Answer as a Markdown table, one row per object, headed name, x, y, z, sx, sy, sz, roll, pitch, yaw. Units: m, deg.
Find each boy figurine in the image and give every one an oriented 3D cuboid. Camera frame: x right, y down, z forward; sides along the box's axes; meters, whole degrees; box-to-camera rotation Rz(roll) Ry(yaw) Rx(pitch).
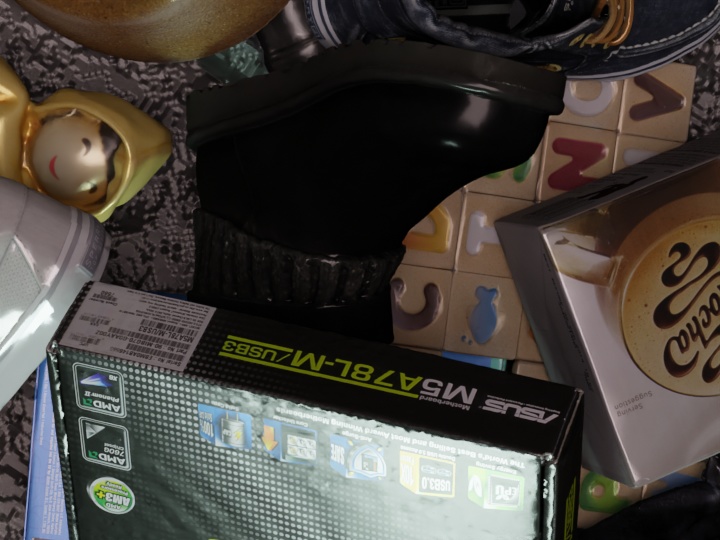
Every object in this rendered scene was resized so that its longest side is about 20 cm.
| name | x | y | z | sx | sy | sz | roll | pitch | yaw |
| --- | --- | --- | --- | --- | --- | --- | --- | --- | --- |
| boy figurine | -0.179 | -0.041 | 1.221 | 0.199 | 0.064 | 0.125 | 2 | 97 | 4 |

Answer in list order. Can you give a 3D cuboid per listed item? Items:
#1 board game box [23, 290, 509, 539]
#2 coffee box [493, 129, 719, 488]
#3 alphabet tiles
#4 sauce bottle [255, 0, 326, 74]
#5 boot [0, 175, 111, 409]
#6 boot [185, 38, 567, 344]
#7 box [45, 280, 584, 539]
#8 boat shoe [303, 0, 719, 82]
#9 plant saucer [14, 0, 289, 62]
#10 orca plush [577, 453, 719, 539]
| name | x | y | z | sx | sy | sz | roll | pitch | yaw |
| --- | --- | --- | --- | --- | --- | --- | --- | --- | --- |
| board game box | -0.042 | 0.091 | 1.248 | 0.199 | 0.045 | 0.153 | 6 | 98 | 0 |
| coffee box | 0.171 | -0.004 | 1.194 | 0.199 | 0.080 | 0.114 | -22 | 97 | -10 |
| alphabet tiles | 0.084 | 0.006 | 1.222 | 0.166 | 0.008 | 0.201 | 7 | 90 | -20 |
| sauce bottle | -0.058 | -0.173 | 1.200 | 0.064 | 0.065 | 0.201 | -23 | 100 | 4 |
| boot | -0.190 | 0.029 | 1.196 | 0.095 | 0.074 | 0.200 | 29 | 123 | -18 |
| boot | 0.002 | 0.000 | 1.135 | 0.079 | 0.211 | 0.159 | 8 | 80 | -34 |
| box | -0.016 | 0.104 | 1.122 | 0.199 | 0.048 | 0.194 | 13 | 132 | 13 |
| boat shoe | 0.083 | -0.108 | 1.157 | 0.199 | 0.091 | 0.071 | -7 | 96 | -29 |
| plant saucer | -0.104 | -0.175 | 1.164 | 0.199 | 0.035 | 0.201 | 12 | 115 | 26 |
| orca plush | 0.097 | 0.162 | 1.210 | 0.199 | 0.071 | 0.106 | -25 | 118 | -8 |
